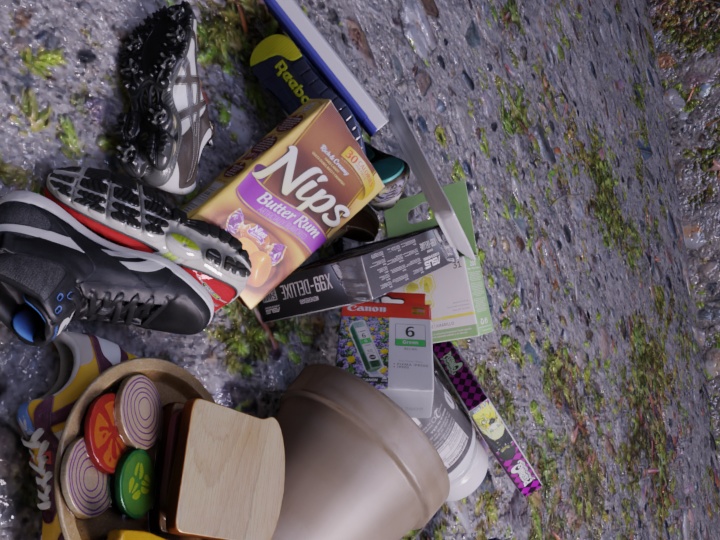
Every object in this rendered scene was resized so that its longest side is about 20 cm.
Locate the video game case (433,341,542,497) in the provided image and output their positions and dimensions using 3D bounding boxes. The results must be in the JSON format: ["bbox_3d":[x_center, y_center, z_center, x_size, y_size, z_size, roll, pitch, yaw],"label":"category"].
[{"bbox_3d":[0.163,0.186,1.038,0.182,0.036,0.200,57,3,-28],"label":"video game case"}]

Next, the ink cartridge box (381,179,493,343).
[{"bbox_3d":[0.089,-0.005,0.999,0.048,0.145,0.202,-7,86,-51],"label":"ink cartridge box"}]

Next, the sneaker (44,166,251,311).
[{"bbox_3d":[-0.197,-0.018,0.680,0.199,0.085,0.077,31,25,-22],"label":"sneaker"}]

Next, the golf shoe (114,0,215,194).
[{"bbox_3d":[-0.189,-0.169,0.751,0.094,0.077,0.202,44,47,-61],"label":"golf shoe"}]

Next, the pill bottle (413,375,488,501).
[{"bbox_3d":[0.075,0.198,0.948,0.200,0.112,0.114,52,43,-32],"label":"pill bottle"}]

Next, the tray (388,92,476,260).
[{"bbox_3d":[0.077,-0.107,0.873,0.107,0.022,0.201,51,14,-54],"label":"tray"}]

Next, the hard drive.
[{"bbox_3d":[-0.041,-0.246,0.892,0.200,0.025,0.132,51,5,-7],"label":"hard drive"}]

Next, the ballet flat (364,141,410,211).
[{"bbox_3d":[0.019,-0.112,0.929,0.072,0.072,0.200,55,-3,-27],"label":"ballet flat"}]

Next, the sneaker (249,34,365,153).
[{"bbox_3d":[-0.051,-0.185,0.887,0.201,0.074,0.082,60,7,10],"label":"sneaker"}]

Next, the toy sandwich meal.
[{"bbox_3d":[-0.141,0.160,0.586,0.205,0.070,0.207,34,48,-49],"label":"toy sandwich meal"}]

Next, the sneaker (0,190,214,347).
[{"bbox_3d":[-0.215,0.029,0.605,0.199,0.073,0.112,31,33,-25],"label":"sneaker"}]

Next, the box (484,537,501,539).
[{"bbox_3d":[0.112,0.432,0.903,0.038,0.136,0.201,37,49,-17],"label":"box"}]

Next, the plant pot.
[{"bbox_3d":[-0.041,0.223,0.744,0.173,0.199,0.201,-43,115,-31],"label":"plant pot"}]

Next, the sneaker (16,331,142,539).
[{"bbox_3d":[-0.235,0.147,0.589,0.090,0.075,0.202,32,49,-35],"label":"sneaker"}]

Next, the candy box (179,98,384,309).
[{"bbox_3d":[-0.083,-0.072,0.782,0.200,0.056,0.117,-44,118,-14],"label":"candy box"}]

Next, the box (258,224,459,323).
[{"bbox_3d":[0.000,0.000,0.869,0.199,0.157,0.050,-22,97,-54],"label":"box"}]

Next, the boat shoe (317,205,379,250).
[{"bbox_3d":[-0.060,-0.060,0.886,0.199,0.075,0.075,19,72,-43],"label":"boat shoe"}]

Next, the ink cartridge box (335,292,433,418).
[{"bbox_3d":[0.029,0.077,0.878,0.201,0.108,0.051,-86,177,-49],"label":"ink cartridge box"}]
